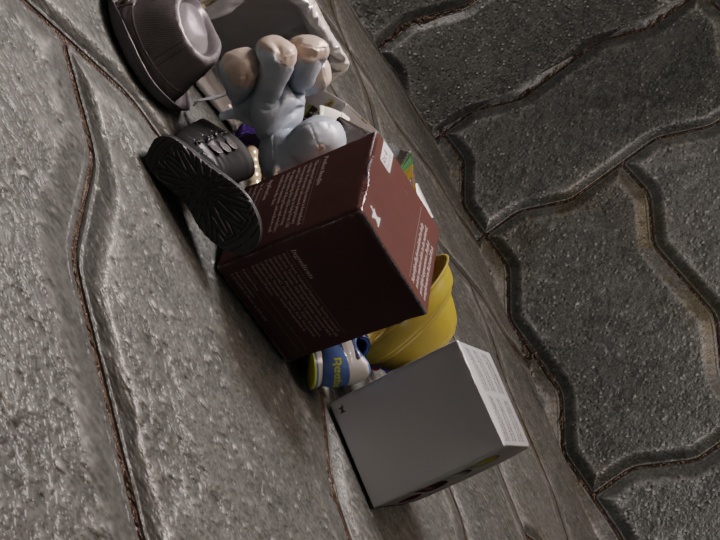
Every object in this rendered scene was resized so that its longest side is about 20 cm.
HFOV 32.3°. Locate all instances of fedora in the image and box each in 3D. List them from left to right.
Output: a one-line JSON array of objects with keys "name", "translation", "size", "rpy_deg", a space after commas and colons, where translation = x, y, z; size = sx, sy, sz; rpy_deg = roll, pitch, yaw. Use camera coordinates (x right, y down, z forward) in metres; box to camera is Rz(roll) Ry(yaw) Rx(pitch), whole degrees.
[{"name": "fedora", "translation": [-0.233, -0.293, 1.547], "size": [0.178, 0.090, 0.200], "rpy_deg": [59, 12, -18]}]

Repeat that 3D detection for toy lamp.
[{"name": "toy lamp", "translation": [-0.145, -0.135, 1.673], "size": [0.058, 0.058, 0.201], "rpy_deg": [55, 14, -34]}]

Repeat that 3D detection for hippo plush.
[{"name": "hippo plush", "translation": [-0.107, -0.187, 1.561], "size": [0.159, 0.198, 0.162], "rpy_deg": [20, 47, -67]}]

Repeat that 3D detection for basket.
[{"name": "basket", "translation": [-0.152, -0.342, 1.758], "size": [0.200, 0.197, 0.162], "rpy_deg": [52, 14, -41]}]

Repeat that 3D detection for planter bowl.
[{"name": "planter bowl", "translation": [0.069, 0.077, 1.667], "size": [0.084, 0.200, 0.201], "rpy_deg": [47, 14, -9]}]

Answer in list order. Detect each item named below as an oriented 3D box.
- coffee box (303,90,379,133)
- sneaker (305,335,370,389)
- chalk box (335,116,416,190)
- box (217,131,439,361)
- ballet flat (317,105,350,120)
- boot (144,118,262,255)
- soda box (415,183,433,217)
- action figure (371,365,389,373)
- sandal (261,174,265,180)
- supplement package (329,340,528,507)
[{"name": "coffee box", "translation": [-0.084, -0.237, 1.870], "size": [0.199, 0.080, 0.114], "rpy_deg": [34, -1, 32]}, {"name": "sneaker", "translation": [-0.029, 0.081, 1.587], "size": [0.201, 0.081, 0.075], "rpy_deg": [-94, -175, -55]}, {"name": "chalk box", "translation": [-0.027, -0.077, 1.671], "size": [0.124, 0.201, 0.124], "rpy_deg": [28, -20, 20]}, {"name": "box", "translation": [-0.034, -0.026, 1.480], "size": [0.165, 0.198, 0.167], "rpy_deg": [56, 28, -29]}, {"name": "ballet flat", "translation": [-0.087, -0.148, 1.725], "size": [0.069, 0.201, 0.070], "rpy_deg": [30, -20, 12]}, {"name": "boot", "translation": [-0.161, -0.102, 1.457], "size": [0.165, 0.066, 0.200], "rpy_deg": [49, 10, -4]}, {"name": "soda box", "translation": [0.012, -0.074, 1.914], "size": [0.199, 0.068, 0.064], "rpy_deg": [-17, 76, -35]}, {"name": "action figure", "translation": [0.026, 0.108, 1.817], "size": [0.099, 0.065, 0.200], "rpy_deg": [49, -7, -9]}, {"name": "sandal", "translation": [-0.113, -0.134, 1.778], "size": [0.213, 0.069, 0.078], "rpy_deg": [68, 12, 22]}, {"name": "supplement package", "translation": [0.096, 0.204, 1.633], "size": [0.148, 0.190, 0.200], "rpy_deg": [66, 12, 15]}]
